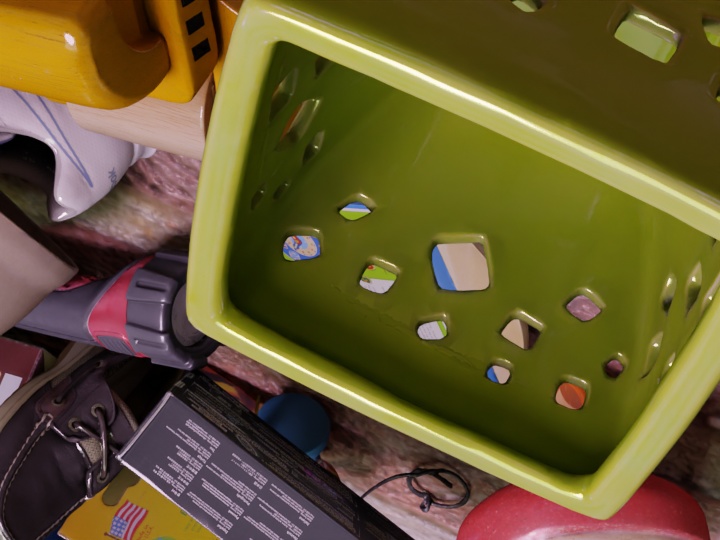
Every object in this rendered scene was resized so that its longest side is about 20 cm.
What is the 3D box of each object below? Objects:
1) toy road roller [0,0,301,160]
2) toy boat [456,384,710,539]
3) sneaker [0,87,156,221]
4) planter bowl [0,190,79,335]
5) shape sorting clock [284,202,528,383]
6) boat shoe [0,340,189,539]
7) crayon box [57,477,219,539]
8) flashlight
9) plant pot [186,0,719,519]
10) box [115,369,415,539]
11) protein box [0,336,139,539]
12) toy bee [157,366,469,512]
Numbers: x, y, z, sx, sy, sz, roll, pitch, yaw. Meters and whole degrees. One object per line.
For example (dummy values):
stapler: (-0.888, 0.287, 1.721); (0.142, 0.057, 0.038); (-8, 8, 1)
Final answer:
toy road roller: (-0.114, -0.110, 0.697); (0.123, 0.146, 0.200); (15, 141, 19)
toy boat: (0.112, 0.115, 0.837); (0.130, 0.131, 0.200); (-6, 174, 4)
sneaker: (-0.200, -0.105, 0.812); (0.200, 0.087, 0.075); (34, 144, -4)
planter bowl: (-0.271, -0.018, 0.848); (0.200, 0.135, 0.200); (42, 177, 3)
shape sorting clock: (0.000, 0.000, 0.838); (0.200, 0.039, 0.200); (22, 145, 16)
boat shoe: (-0.158, 0.088, 0.921); (0.066, 0.201, 0.072); (-6, 121, 28)
crayon box: (-0.093, 0.187, 1.049); (0.200, 0.127, 0.051); (36, 143, -6)
flashlight: (-0.166, 0.010, 0.936); (0.200, 0.068, 0.068); (11, 105, 37)
plant pot: (0.065, -0.053, 0.615); (0.200, 0.182, 0.199); (26, 143, 6)
box: (-0.030, 0.134, 0.844); (0.200, 0.044, 0.160); (38, 180, -2)
protein box: (-0.274, 0.121, 1.035); (0.200, 0.135, 0.199); (14, 162, 21)
toy bee: (-0.051, 0.130, 0.969); (0.200, 0.109, 0.131); (8, 137, 26)
